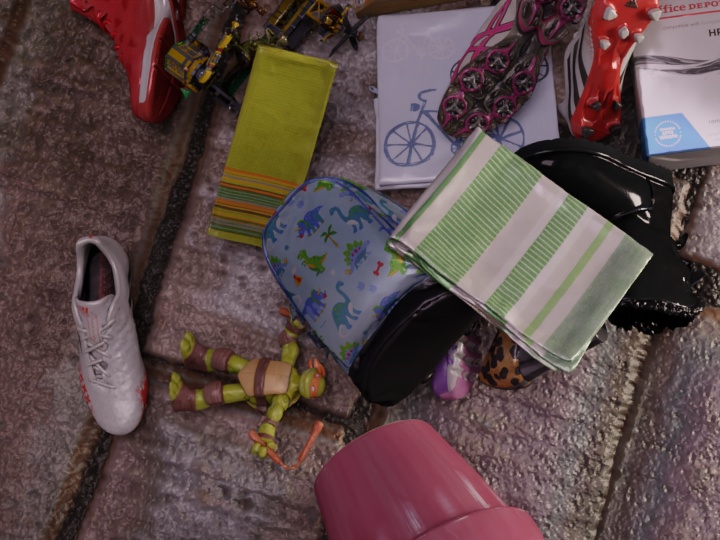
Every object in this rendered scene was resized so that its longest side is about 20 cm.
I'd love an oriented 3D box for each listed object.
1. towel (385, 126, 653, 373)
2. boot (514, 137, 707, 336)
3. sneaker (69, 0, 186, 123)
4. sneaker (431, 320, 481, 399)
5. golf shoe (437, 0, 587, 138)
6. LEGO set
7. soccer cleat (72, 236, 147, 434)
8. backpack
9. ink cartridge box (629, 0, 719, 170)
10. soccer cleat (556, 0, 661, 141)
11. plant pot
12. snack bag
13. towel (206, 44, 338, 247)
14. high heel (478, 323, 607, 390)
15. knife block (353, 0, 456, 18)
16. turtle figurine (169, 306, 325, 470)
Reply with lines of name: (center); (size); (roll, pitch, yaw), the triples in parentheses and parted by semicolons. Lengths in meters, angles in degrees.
towel: (0.143, -0.019, 1.471); (0.200, 0.023, 0.153); (37, 69, 4)
boot: (0.234, -0.029, 1.546); (0.198, 0.073, 0.163); (12, 62, -32)
sneaker: (-0.245, -0.242, 1.711); (0.115, 0.078, 0.200); (-2, 66, 16)
sneaker: (0.068, 0.030, 1.605); (0.088, 0.080, 0.200); (-6, 73, 14)
golf shoe: (0.146, -0.215, 1.626); (0.073, 0.092, 0.200); (37, 96, -18)
LEGO set: (-0.082, -0.218, 1.630); (0.116, 0.154, 0.200); (37, 82, 31)
soccer cleat: (-0.253, 0.062, 1.626); (0.069, 0.085, 0.200); (-7, 77, 7)
backpack: (0.000, 0.000, 1.542); (0.163, 0.154, 0.200); (-47, 49, 20)
ink cartridge box: (0.324, -0.206, 1.617); (0.116, 0.068, 0.200); (-7, 77, 6)
soccer cleat: (0.233, -0.221, 1.586); (0.069, 0.085, 0.200); (-3, 121, -22)
plant pot: (0.053, 0.245, 1.511); (0.200, 0.200, 0.179); (-32, 60, 1)
snack bag: (0.103, -0.179, 1.662); (0.188, 0.021, 0.200); (-5, 71, 8)
towel: (-0.087, -0.118, 1.620); (0.086, 0.018, 0.200); (9, 109, -23)
high heel: (0.158, 0.014, 1.608); (0.143, 0.071, 0.200); (-30, 51, 31)
knife block: (0.109, -0.314, 1.681); (0.175, 0.200, 0.064); (3, 73, -38)
turtle figurine: (-0.099, 0.099, 1.617); (0.161, 0.064, 0.200); (5, 67, 14)
